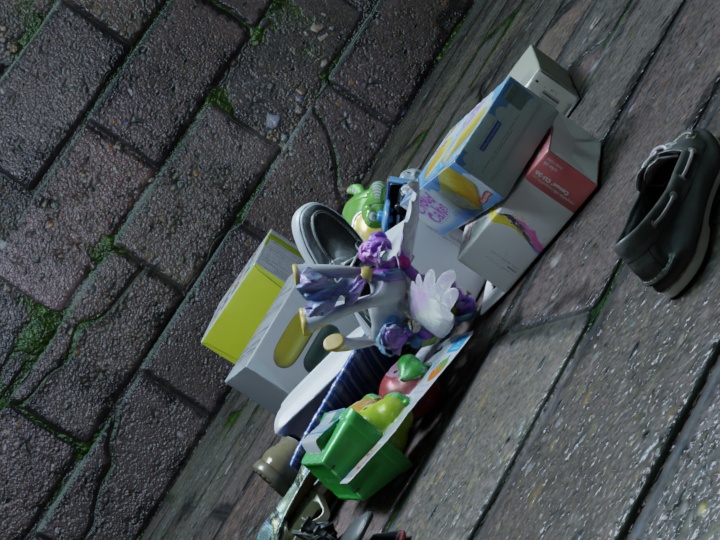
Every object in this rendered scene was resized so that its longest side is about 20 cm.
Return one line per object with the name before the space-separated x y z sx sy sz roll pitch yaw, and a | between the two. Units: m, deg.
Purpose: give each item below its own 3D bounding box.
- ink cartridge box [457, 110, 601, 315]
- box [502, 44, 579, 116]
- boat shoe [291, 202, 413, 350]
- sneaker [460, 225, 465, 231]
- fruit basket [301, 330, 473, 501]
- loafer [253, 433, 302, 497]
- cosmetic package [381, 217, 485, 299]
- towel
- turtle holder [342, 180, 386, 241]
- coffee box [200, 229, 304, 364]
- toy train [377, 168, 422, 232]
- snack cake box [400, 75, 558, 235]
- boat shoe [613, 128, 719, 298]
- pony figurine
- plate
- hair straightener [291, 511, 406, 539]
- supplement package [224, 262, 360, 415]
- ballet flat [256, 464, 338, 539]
ink cartridge box | 0.167 -0.060 1.321 0.200 0.067 0.117 -53 7 30
box | 0.235 -0.236 1.654 0.082 0.068 0.200 -54 7 19
boat shoe | 0.000 0.000 1.437 0.072 0.200 0.071 -40 4 -24
sneaker | 0.140 -0.073 1.559 0.082 0.074 0.200 -57 8 -19
fruit basket | 0.025 0.143 1.300 0.200 0.094 0.185 -55 6 -15
loafer | -0.084 0.251 1.581 0.067 0.076 0.200 -45 -7 -4
cosmetic package | 0.077 -0.001 1.512 0.081 0.113 0.200 -59 9 -15
towel | -0.015 0.167 1.514 0.201 0.024 0.145 -60 -20 -13
turtle holder | 0.042 -0.057 1.886 0.186 0.140 0.132 134 148 -58
coffee box | -0.155 0.079 2.371 0.200 0.200 0.198 -54 8 21
toy train | 0.062 -0.048 1.709 0.115 0.086 0.201 -80 -4 -51
snack cake box | 0.124 -0.118 1.335 0.115 0.067 0.200 -57 6 -16
boat shoe | 0.230 -0.060 0.933 0.067 0.057 0.200 -51 9 39
pony figurine | 0.032 0.017 1.320 0.193 0.199 0.167 86 174 -60
plate | -0.036 0.139 1.624 0.200 0.032 0.200 -44 -9 -4
hair straightener | -0.021 0.248 1.187 0.041 0.077 0.200 -60 8 -16
supplement package | -0.079 0.115 1.879 0.200 0.151 0.151 -59 8 -21
ballet flat | -0.043 0.255 1.425 0.201 0.074 0.074 -59 7 -7
